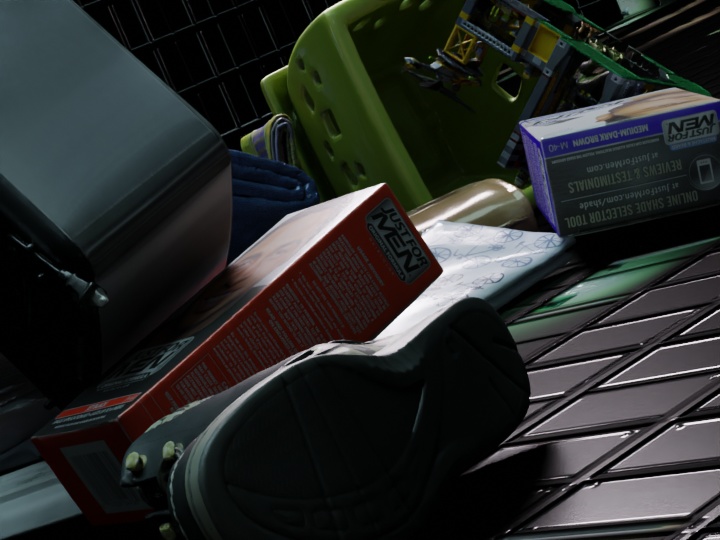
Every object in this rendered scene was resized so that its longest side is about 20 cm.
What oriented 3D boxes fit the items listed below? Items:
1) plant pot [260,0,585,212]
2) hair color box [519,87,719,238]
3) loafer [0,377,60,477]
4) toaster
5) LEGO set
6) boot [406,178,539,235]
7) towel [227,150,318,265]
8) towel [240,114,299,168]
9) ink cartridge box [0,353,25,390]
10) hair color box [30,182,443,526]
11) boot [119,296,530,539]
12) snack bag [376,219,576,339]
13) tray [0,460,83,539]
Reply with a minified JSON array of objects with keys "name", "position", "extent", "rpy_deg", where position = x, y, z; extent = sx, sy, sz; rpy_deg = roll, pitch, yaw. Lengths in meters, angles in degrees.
[{"name":"plant pot","position":[0.049,-0.119,1.586],"extent":[0.198,0.201,0.181],"rpy_deg":[-27,1,-30]},{"name":"hair color box","position":[0.160,-0.069,1.250],"extent":[0.109,0.065,0.200],"rpy_deg":[-12,8,2]},{"name":"loafer","position":[-0.210,0.096,1.222],"extent":[0.199,0.063,0.072],"rpy_deg":[-19,-22,22]},{"name":"toaster","position":[-0.163,-0.034,1.071],"extent":[0.119,0.200,0.181],"rpy_deg":[-41,-18,-25]},{"name":"LEGO set","position":[0.135,-0.114,1.442],"extent":[0.154,0.200,0.116],"rpy_deg":[-7,-52,-60]},{"name":"boot","position":[0.000,0.000,1.359],"extent":[0.199,0.066,0.175],"rpy_deg":[-26,19,-14]},{"name":"towel","position":[-0.117,-0.006,1.447],"extent":[0.111,0.049,0.200],"rpy_deg":[10,-40,-29]},{"name":"towel","position":[-0.066,-0.046,1.602],"extent":[0.023,0.145,0.200],"rpy_deg":[-9,2,-10]},{"name":"ink cartridge box","position":[-0.177,0.009,1.244],"extent":[0.136,0.201,0.076],"rpy_deg":[-21,43,-5]},{"name":"hair color box","position":[-0.060,0.042,1.032],"extent":[0.200,0.061,0.101],"rpy_deg":[-42,15,-33]},{"name":"boot","position":[-0.040,0.079,0.783],"extent":[0.153,0.074,0.203],"rpy_deg":[-23,1,35]},{"name":"snack bag","position":[-0.004,0.012,1.192],"extent":[0.199,0.022,0.188],"rpy_deg":[6,26,42]},{"name":"tray","position":[-0.178,0.123,1.144],"extent":[0.199,0.022,0.107],"rpy_deg":[-21,6,26]}]
